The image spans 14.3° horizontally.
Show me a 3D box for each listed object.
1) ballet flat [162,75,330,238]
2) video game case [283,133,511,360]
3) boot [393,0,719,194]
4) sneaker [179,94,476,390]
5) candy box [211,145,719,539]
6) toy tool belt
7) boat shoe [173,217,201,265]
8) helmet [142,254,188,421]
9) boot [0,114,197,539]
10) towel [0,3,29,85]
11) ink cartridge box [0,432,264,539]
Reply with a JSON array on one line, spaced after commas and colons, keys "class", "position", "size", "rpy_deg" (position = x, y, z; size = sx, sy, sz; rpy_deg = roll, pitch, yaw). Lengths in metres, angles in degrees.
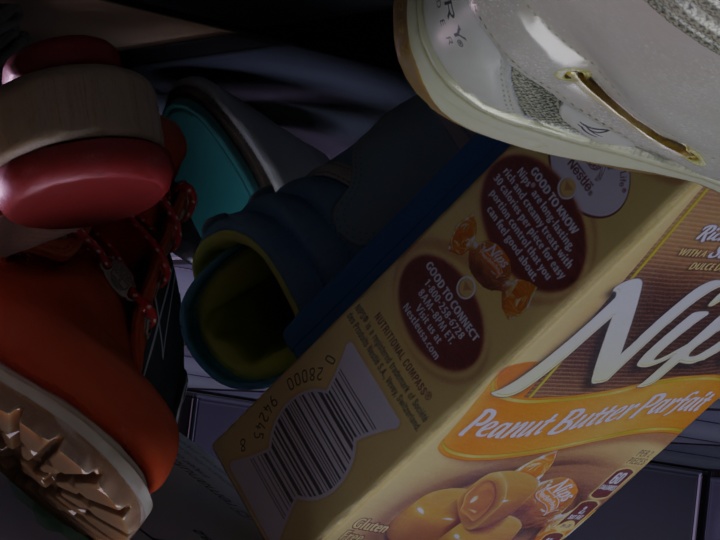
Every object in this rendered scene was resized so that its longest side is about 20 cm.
[{"class": "ballet flat", "position": [-0.009, 0.009, 1.067], "size": [0.069, 0.201, 0.069], "rpy_deg": [-23, -166, 6]}, {"class": "video game case", "position": [0.081, -0.008, 0.915], "size": [0.200, 0.143, 0.018], "rpy_deg": [15, -145, -55]}, {"class": "boot", "position": [0.123, -0.053, 0.633], "size": [0.199, 0.073, 0.155], "rpy_deg": [9, 171, -18]}, {"class": "sneaker", "position": [0.000, 0.000, 0.976], "size": [0.130, 0.080, 0.200], "rpy_deg": [-33, 166, -6]}, {"class": "candy box", "position": [0.064, 0.014, 0.851], "size": [0.200, 0.055, 0.115], "rpy_deg": [-44, 149, 22]}, {"class": "toy tool belt", "position": [-0.149, -0.070, 0.706], "size": [0.199, 0.124, 0.125], "rpy_deg": [-4, 163, -20]}, {"class": "boat shoe", "position": [-0.034, 0.005, 1.167], "size": [0.074, 0.060, 0.200], "rpy_deg": [33, 170, 23]}, {"class": "helmet", "position": [-0.153, 0.020, 1.009], "size": [0.199, 0.201, 0.191], "rpy_deg": [7, -170, -1]}, {"class": "boot", "position": [-0.084, -0.001, 0.801], "size": [0.075, 0.107, 0.200], "rpy_deg": [54, 172, -33]}, {"class": "towel", "position": [-0.221, -0.063, 0.910], "size": [0.199, 0.031, 0.149], "rpy_deg": [7, -160, 22]}, {"class": "ink cartridge box", "position": [-0.098, 0.100, 0.846], "size": [0.199, 0.084, 0.145], "rpy_deg": [15, -167, -47]}]
